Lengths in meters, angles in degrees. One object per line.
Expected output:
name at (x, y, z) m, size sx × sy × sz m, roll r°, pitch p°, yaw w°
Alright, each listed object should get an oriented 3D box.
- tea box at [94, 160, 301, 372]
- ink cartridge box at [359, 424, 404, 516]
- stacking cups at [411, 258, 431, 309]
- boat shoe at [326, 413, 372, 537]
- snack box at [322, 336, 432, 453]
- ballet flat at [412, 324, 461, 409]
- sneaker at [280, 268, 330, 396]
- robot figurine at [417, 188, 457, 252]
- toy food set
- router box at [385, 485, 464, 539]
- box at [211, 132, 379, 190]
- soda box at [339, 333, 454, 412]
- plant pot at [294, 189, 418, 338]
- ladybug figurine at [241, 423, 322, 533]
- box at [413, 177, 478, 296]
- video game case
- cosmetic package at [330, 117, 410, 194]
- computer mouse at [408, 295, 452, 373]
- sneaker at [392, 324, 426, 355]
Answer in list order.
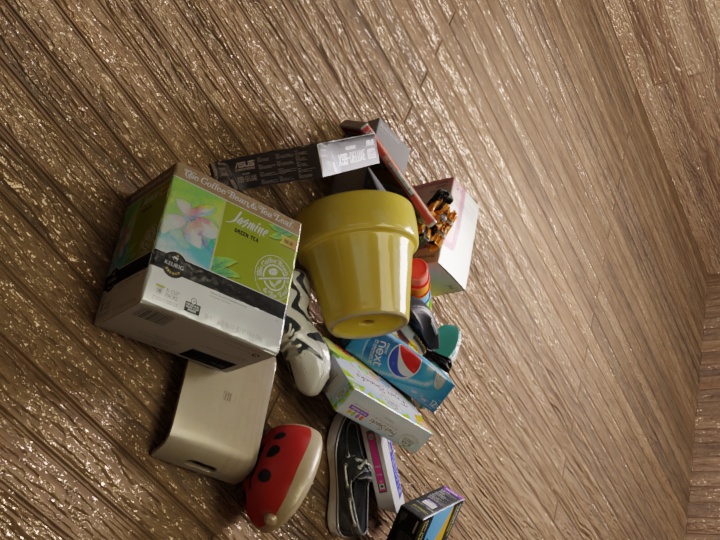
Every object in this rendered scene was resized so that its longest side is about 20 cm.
tea box at (-0.204, 0.002, 1.136) m, size 0.200 × 0.133 × 0.198 m, roll 25°, pitch 59°, yaw -33°
ink cartridge box at (0.040, 0.338, 1.512) m, size 0.095 × 0.037 × 0.201 m, roll -34°, pitch 110°, yaw -80°
stacking cups at (0.097, 0.036, 1.599) m, size 0.200 × 0.060 × 0.061 m, roll 77°, pitch 20°, yaw -64°
boat shoe at (-0.012, 0.331, 1.435) m, size 0.072 × 0.068 × 0.201 m, roll 27°, pitch 59°, yaw -50°
snack box at (0.014, 0.204, 1.427) m, size 0.200 × 0.053 × 0.142 m, roll 35°, pitch 12°, yaw -37°
ballet flat at (0.143, 0.191, 1.716) m, size 0.072 × 0.072 × 0.200 m, roll 60°, pitch 41°, yaw -28°
sneaker at (-0.120, 0.097, 1.324) m, size 0.129 × 0.079 × 0.200 m, roll -5°, pitch 86°, yaw -55°
robot figurine at (0.098, -0.071, 1.561) m, size 0.058 × 0.200 × 0.145 m, roll 40°, pitch 66°, yaw -19°
toy food set at (-0.202, 0.177, 1.214) m, size 0.143 × 0.060 × 0.201 m, roll 30°, pitch 56°, yaw -35°
router box at (0.088, 0.471, 1.478) m, size 0.149 × 0.051 × 0.201 m, roll -2°, pitch 117°, yaw -56°
box at (-0.097, -0.160, 1.313) m, size 0.158 × 0.199 × 0.050 m, roll -23°, pitch 105°, yaw -55°
soda box at (0.062, 0.156, 1.499) m, size 0.200 × 0.068 × 0.064 m, roll 37°, pitch 93°, yaw -16°
plant pot at (0.000, 0.000, 1.394) m, size 0.200 × 0.200 × 0.190 m, roll 21°, pitch 56°, yaw -52°
ladybug figurine at (-0.116, 0.283, 1.238) m, size 0.072 × 0.136 × 0.200 m, roll 39°, pitch 18°, yaw -11°
box at (0.138, -0.062, 1.700) m, size 0.109 × 0.127 × 0.201 m, roll 44°, pitch 48°, yaw -41°
video game case at (0.044, -0.162, 1.454) m, size 0.017 × 0.143 × 0.200 m, roll -39°, pitch 108°, yaw -5°
cosmetic package at (0.015, -0.161, 1.580) m, size 0.107 × 0.090 × 0.201 m, roll 38°, pitch 55°, yaw -40°
computer mouse at (0.100, 0.091, 1.599) m, size 0.046 × 0.140 × 0.200 m, roll -43°, pitch 129°, yaw -11°
sneaker at (0.029, 0.107, 1.547) m, size 0.200 × 0.075 × 0.090 m, roll 48°, pitch 72°, yaw -17°
